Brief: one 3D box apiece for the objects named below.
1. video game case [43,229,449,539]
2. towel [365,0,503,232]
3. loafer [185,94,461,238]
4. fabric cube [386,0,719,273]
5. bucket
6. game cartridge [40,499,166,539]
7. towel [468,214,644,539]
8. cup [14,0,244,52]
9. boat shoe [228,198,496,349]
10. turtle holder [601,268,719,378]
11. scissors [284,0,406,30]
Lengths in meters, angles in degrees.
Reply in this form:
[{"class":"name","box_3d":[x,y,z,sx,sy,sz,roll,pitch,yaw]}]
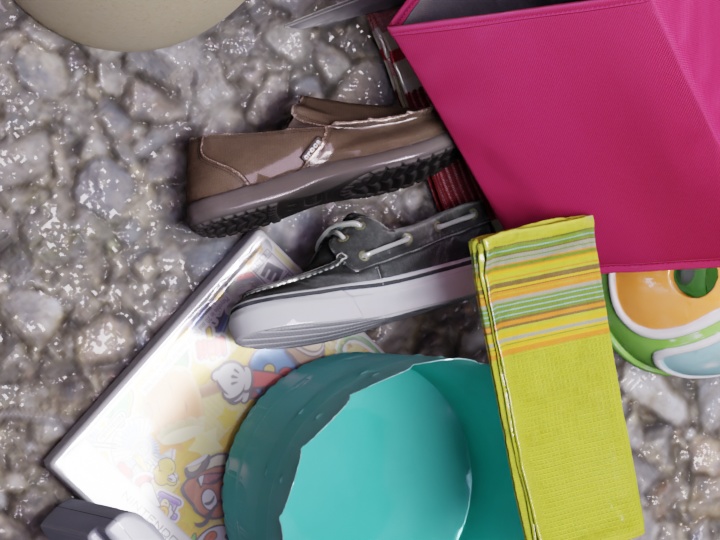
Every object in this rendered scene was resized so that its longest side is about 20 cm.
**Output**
[{"class":"video game case","box_3d":[-0.068,0.107,1.723,0.182,0.023,0.200,45,76,-16]},{"class":"towel","box_3d":[0.091,-0.121,1.779,0.144,0.023,0.200,-25,102,-20]},{"class":"loafer","box_3d":[-0.018,-0.081,1.701,0.200,0.073,0.071,-16,79,-13]},{"class":"fabric cube","box_3d":[0.176,-0.137,1.666,0.199,0.196,0.200,58,48,-27]},{"class":"bucket","box_3d":[0.021,0.144,1.673,0.207,0.135,0.207,-2,96,-23]},{"class":"game cartridge","box_3d":[-0.108,0.219,1.651,0.042,0.133,0.200,-42,106,-14]},{"class":"towel","box_3d":[0.120,0.070,1.629,0.086,0.018,0.200,-13,95,-28]},{"class":"cup","box_3d":[-0.121,-0.233,1.630,0.200,0.143,0.200,-1,92,-20]},{"class":"boat shoe","box_3d":[0.000,0.000,1.708,0.200,0.072,0.071,-13,82,-33]},{"class":"turtle holder","box_3d":[0.240,0.011,1.775,0.185,0.132,0.141,35,74,-29]},{"class":"scissors","box_3d":[0.043,-0.186,1.738,0.200,0.014,0.073,-2,95,-23]}]
